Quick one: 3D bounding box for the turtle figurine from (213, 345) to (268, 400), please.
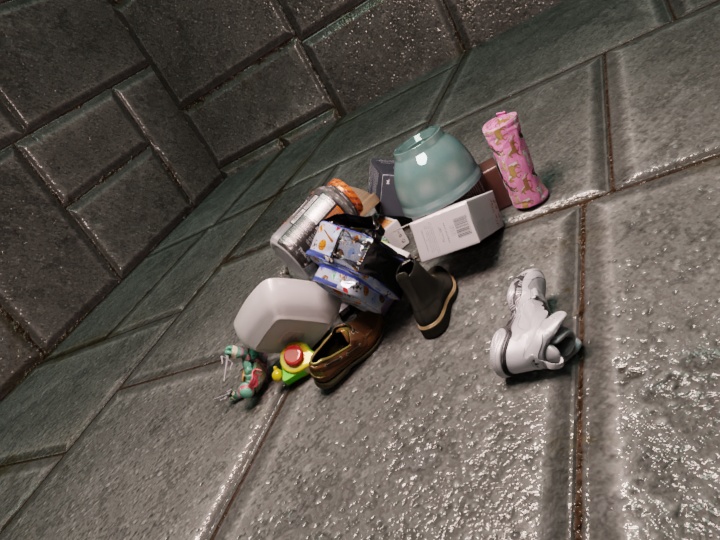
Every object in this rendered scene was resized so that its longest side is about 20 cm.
[{"bbox_3d":[-0.245,0.217,1.264,0.098,0.153,0.201,14,27,-2],"label":"turtle figurine"}]

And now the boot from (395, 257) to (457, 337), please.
[{"bbox_3d":[0.123,0.011,1.123,0.076,0.140,0.201,-23,24,20],"label":"boot"}]

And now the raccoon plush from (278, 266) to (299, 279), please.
[{"bbox_3d":[-0.182,0.075,1.374,0.198,0.134,0.098,-27,26,47],"label":"raccoon plush"}]

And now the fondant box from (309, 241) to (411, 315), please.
[{"bbox_3d":[0.000,0.000,1.284,0.197,0.059,0.146,23,67,34],"label":"fondant box"}]

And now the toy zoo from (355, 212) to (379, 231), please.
[{"bbox_3d":[-0.034,-0.081,1.459,0.199,0.021,0.131,-39,6,-9],"label":"toy zoo"}]

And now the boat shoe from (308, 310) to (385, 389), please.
[{"bbox_3d":[-0.021,0.136,1.133,0.071,0.069,0.200,17,50,36],"label":"boat shoe"}]

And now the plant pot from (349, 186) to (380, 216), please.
[{"bbox_3d":[-0.053,-0.143,1.455,0.200,0.093,0.201,-39,4,3],"label":"plant pot"}]

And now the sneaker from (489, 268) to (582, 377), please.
[{"bbox_3d":[0.274,0.074,0.885,0.113,0.076,0.202,-9,38,43],"label":"sneaker"}]

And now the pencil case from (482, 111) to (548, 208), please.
[{"bbox_3d":[0.328,-0.232,1.247,0.082,0.203,0.087,-30,21,1],"label":"pencil case"}]

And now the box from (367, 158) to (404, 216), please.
[{"bbox_3d":[0.106,-0.221,1.564,0.144,0.110,0.201,2,21,-9],"label":"box"}]

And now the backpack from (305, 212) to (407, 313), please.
[{"bbox_3d":[-0.011,-0.015,1.155,0.189,0.200,0.156,30,83,38],"label":"backpack"}]

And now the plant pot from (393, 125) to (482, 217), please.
[{"bbox_3d":[0.152,-0.231,1.303,0.197,0.136,0.201,-28,20,11],"label":"plant pot"}]

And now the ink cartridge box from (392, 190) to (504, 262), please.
[{"bbox_3d":[0.184,-0.087,1.220,0.172,0.086,0.199,-19,3,31],"label":"ink cartridge box"}]

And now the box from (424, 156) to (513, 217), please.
[{"bbox_3d":[0.241,-0.165,1.362,0.196,0.101,0.075,-24,23,20],"label":"box"}]

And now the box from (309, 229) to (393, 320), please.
[{"bbox_3d":[-0.008,-0.001,1.359,0.198,0.038,0.137,-37,60,-10],"label":"box"}]

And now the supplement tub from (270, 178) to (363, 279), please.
[{"bbox_3d":[-0.091,-0.092,1.270,0.201,0.123,0.122,-48,26,-15],"label":"supplement tub"}]

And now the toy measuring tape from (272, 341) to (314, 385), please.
[{"bbox_3d":[-0.098,0.162,1.208,0.197,0.075,0.074,-31,22,-3],"label":"toy measuring tape"}]

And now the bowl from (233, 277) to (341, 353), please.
[{"bbox_3d":[-0.146,0.106,1.221,0.201,0.196,0.076,-50,45,38],"label":"bowl"}]

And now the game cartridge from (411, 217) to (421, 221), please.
[{"bbox_3d":[0.198,-0.199,1.442,0.197,0.135,0.041,-30,15,8],"label":"game cartridge"}]

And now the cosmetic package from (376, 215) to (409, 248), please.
[{"bbox_3d":[0.013,-0.046,1.468,0.199,0.072,0.101,-39,24,-11],"label":"cosmetic package"}]
